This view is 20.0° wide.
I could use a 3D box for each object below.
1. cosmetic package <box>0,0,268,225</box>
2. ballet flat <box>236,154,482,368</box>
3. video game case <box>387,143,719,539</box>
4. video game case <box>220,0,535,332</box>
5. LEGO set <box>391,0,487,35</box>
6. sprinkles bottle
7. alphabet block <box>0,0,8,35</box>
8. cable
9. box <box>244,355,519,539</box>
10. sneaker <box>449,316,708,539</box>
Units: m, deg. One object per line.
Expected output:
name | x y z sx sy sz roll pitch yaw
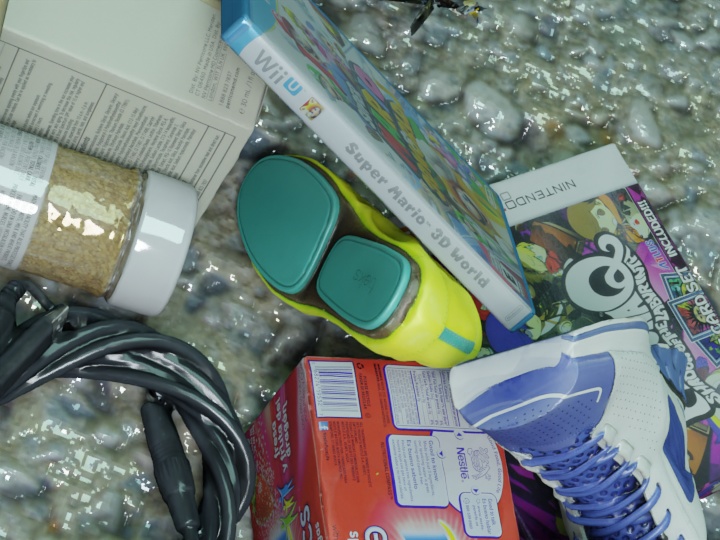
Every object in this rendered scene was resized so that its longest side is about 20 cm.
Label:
cosmetic package | -0.151 -0.105 1.008 0.199 0.104 0.074 23 54 -12
ballet flat | 0.000 0.000 0.998 0.067 0.200 0.067 27 96 -31
video game case | 0.111 0.043 1.083 0.180 0.036 0.201 -18 71 -30
video game case | 0.007 -0.070 0.982 0.200 0.018 0.143 44 16 -21
LEGO set | 0.035 -0.218 1.178 0.153 0.116 0.200 18 46 22
sprinkles bottle | -0.180 -0.039 0.976 0.199 0.068 0.069 19 56 -14
alphabet block | -0.261 -0.044 0.817 0.194 0.196 0.202 14 94 -16
cable | -0.138 0.106 0.930 0.163 0.051 0.201 34 51 -9
box | 0.014 0.149 0.938 0.099 0.096 0.201 3 60 -22
sneaker | 0.119 0.091 0.952 0.199 0.080 0.116 17 58 -63
